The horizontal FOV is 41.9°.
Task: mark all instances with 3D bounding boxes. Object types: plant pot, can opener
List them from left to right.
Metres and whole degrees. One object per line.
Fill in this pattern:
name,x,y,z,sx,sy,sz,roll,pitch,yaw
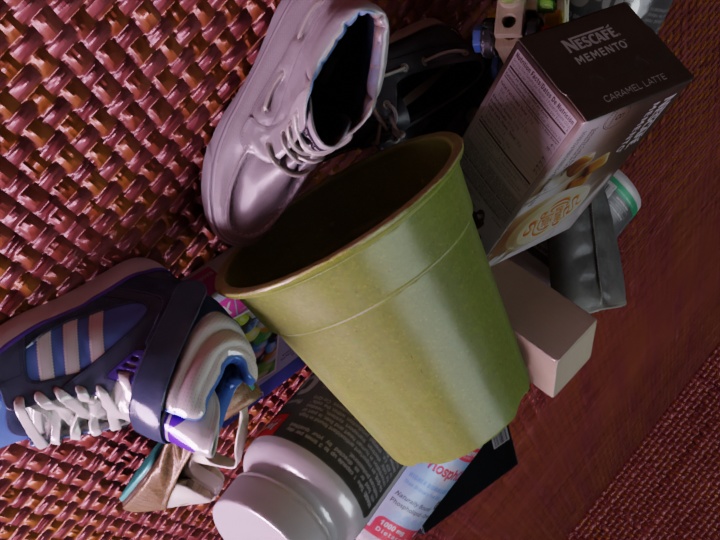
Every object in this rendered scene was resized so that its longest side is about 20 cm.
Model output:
plant pot,0.028,0.034,0.682,0.200,0.200,0.190,-39,109,-24
can opener,0.094,-0.149,0.813,0.200,0.063,0.079,-47,123,-23

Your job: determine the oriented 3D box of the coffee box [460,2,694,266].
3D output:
coffee box,0.144,-0.096,0.723,0.114,0.080,0.200,-25,160,-29

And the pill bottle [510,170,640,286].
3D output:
pill bottle,0.218,-0.033,1.078,0.200,0.113,0.113,-51,152,-4

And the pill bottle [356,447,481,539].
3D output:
pill bottle,0.053,0.166,0.913,0.200,0.109,0.109,-53,152,5

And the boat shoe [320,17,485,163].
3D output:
boat shoe,0.017,-0.133,0.729,0.200,0.063,0.073,-37,148,-28

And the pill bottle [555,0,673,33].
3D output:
pill bottle,0.219,-0.232,0.869,0.113,0.113,0.201,-17,135,-48

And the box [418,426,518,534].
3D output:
box,0.078,0.245,1.160,0.200,0.141,0.079,-21,98,-45

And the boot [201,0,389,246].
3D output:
boot,-0.046,-0.094,0.625,0.073,0.096,0.201,12,110,-28

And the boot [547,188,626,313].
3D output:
boot,0.201,-0.052,0.965,0.181,0.072,0.201,-3,98,-26

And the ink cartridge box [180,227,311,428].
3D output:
ink cartridge box,-0.091,0.055,0.808,0.119,0.042,0.201,-36,149,-28

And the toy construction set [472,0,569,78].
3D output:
toy construction set,0.123,-0.217,0.732,0.200,0.092,0.132,15,80,-54

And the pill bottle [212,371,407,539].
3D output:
pill bottle,-0.024,0.151,0.775,0.200,0.114,0.114,-47,154,-37

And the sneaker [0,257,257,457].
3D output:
sneaker,-0.164,0.085,0.614,0.200,0.146,0.081,-38,149,-27

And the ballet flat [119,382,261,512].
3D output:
ballet flat,-0.135,0.146,0.766,0.200,0.072,0.068,-58,-177,31

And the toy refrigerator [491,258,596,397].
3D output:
toy refrigerator,0.139,0.031,0.955,0.070,0.200,0.076,-42,150,-20
